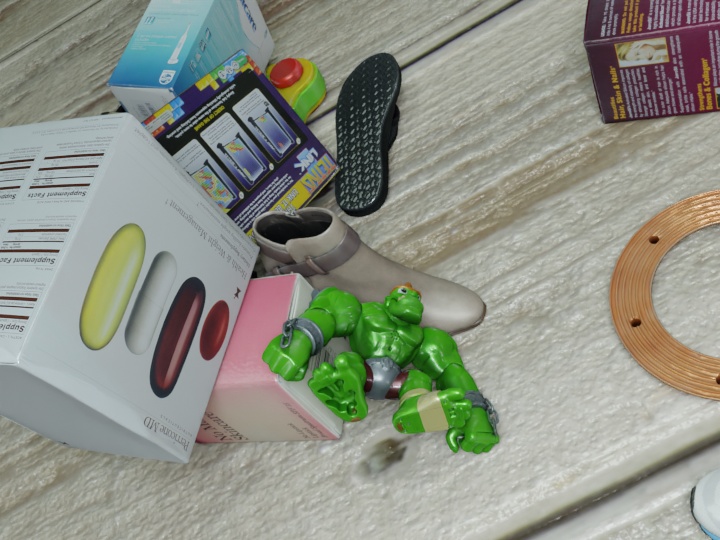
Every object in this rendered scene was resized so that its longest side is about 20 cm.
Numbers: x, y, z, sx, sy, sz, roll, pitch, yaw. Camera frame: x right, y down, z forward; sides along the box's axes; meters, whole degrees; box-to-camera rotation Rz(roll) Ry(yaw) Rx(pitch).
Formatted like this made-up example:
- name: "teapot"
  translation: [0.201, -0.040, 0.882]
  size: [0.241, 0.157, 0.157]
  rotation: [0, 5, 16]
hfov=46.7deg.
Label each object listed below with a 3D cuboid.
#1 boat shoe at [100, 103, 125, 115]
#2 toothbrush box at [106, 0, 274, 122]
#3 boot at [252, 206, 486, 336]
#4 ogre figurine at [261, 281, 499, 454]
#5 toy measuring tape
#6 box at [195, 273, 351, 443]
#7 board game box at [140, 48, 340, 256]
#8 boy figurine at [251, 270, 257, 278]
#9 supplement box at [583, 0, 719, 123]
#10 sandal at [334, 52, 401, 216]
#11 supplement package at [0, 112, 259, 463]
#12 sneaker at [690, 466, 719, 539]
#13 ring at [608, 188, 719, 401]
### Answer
- name: "boat shoe"
  translation: [-0.319, -0.183, 1.113]
  size: [0.074, 0.073, 0.200]
  rotation: [9, 62, 33]
- name: "toothbrush box"
  translation: [-0.185, -0.239, 0.957]
  size: [0.085, 0.146, 0.200]
  rotation: [9, 64, 19]
- name: "boot"
  translation: [0.000, 0.000, 0.758]
  size: [0.200, 0.146, 0.070]
  rotation: [-1, 55, 28]
- name: "ogre figurine"
  translation: [0.019, 0.074, 0.695]
  size: [0.200, 0.098, 0.120]
  rotation: [6, 35, -6]
- name: "toy measuring tape"
  translation: [-0.061, -0.201, 0.991]
  size: [0.074, 0.074, 0.200]
  rotation: [-37, 48, 0]
- name: "box"
  translation: [-0.123, 0.088, 0.773]
  size: [0.200, 0.128, 0.109]
  rotation: [-8, 55, 24]
- name: "board game box"
  translation: [-0.132, -0.106, 0.837]
  size: [0.057, 0.165, 0.200]
  rotation: [-26, 18, 45]
- name: "boy figurine"
  translation: [-0.210, -0.022, 0.885]
  size: [0.200, 0.124, 0.065]
  rotation: [20, 62, 11]
- name: "supplement box"
  translation: [0.317, -0.211, 0.766]
  size: [0.200, 0.110, 0.086]
  rotation: [-1, 56, 27]
- name: "sandal"
  translation: [0.009, -0.150, 0.938]
  size: [0.075, 0.048, 0.201]
  rotation: [-1, 69, 26]
- name: "supplement package"
  translation: [-0.210, 0.019, 0.656]
  size: [0.147, 0.191, 0.200]
  rotation: [0, 60, 29]
- name: "sneaker"
  translation: [0.313, 0.145, 0.527]
  size: [0.200, 0.087, 0.075]
  rotation: [-4, 57, 27]
- name: "ring"
  translation: [0.303, 0.016, 0.670]
  size: [0.200, 0.019, 0.201]
  rotation: [-15, 52, 20]
